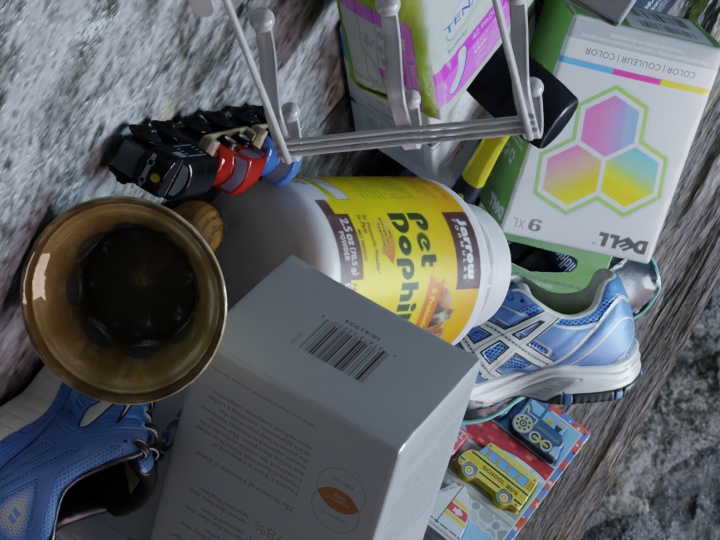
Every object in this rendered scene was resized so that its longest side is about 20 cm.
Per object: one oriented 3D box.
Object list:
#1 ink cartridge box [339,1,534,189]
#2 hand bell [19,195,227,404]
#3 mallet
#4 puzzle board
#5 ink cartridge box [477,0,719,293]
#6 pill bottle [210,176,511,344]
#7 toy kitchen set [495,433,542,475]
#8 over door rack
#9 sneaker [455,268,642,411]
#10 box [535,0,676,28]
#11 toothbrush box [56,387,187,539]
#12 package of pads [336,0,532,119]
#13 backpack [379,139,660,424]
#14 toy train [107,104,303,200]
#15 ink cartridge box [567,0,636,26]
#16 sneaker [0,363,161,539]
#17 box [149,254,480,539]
[{"bbox_3d":[0.050,-0.132,1.666,0.116,0.068,0.200,-53,165,-15],"label":"ink cartridge box"},{"bbox_3d":[-0.102,-0.008,1.421,0.105,0.104,0.200,-62,179,16],"label":"hand bell"},{"bbox_3d":[0.064,-0.067,1.657,0.041,0.066,0.200,-42,175,-37],"label":"mallet"},{"bbox_3d":[0.042,0.103,1.873,0.151,0.200,0.017,-50,174,-31],"label":"puzzle board"},{"bbox_3d":[0.140,-0.066,1.694,0.059,0.103,0.201,-117,-138,-63],"label":"ink cartridge box"},{"bbox_3d":[0.000,0.000,1.584,0.199,0.109,0.110,-3,126,-52],"label":"pill bottle"},{"bbox_3d":[0.077,0.086,2.011,0.200,0.180,0.164,-51,166,-30],"label":"toy kitchen set"},{"bbox_3d":[0.009,-0.123,1.364,0.200,0.147,0.067,62,24,-64],"label":"over door rack"},{"bbox_3d":[0.077,0.042,1.705,0.076,0.199,0.078,-124,-150,-68],"label":"sneaker"},{"bbox_3d":[0.159,-0.234,1.749,0.149,0.107,0.200,-51,164,-24],"label":"box"},{"bbox_3d":[-0.118,0.134,1.617,0.147,0.085,0.200,-53,166,-17],"label":"toothbrush box"},{"bbox_3d":[0.046,-0.194,1.462,0.155,0.068,0.200,-52,154,-26],"label":"package of pads"},{"bbox_3d":[0.070,0.006,1.819,0.200,0.176,0.153,-40,-168,-20],"label":"backpack"},{"bbox_3d":[-0.073,-0.061,1.432,0.034,0.046,0.200,-61,166,16],"label":"toy train"},{"bbox_3d":[0.158,-0.236,1.411,0.146,0.083,0.200,-60,176,36],"label":"ink cartridge box"},{"bbox_3d":[-0.135,0.085,1.442,0.200,0.089,0.079,-50,165,-32],"label":"sneaker"},{"bbox_3d":[-0.031,0.115,1.463,0.097,0.124,0.201,-44,157,-48],"label":"box"}]
